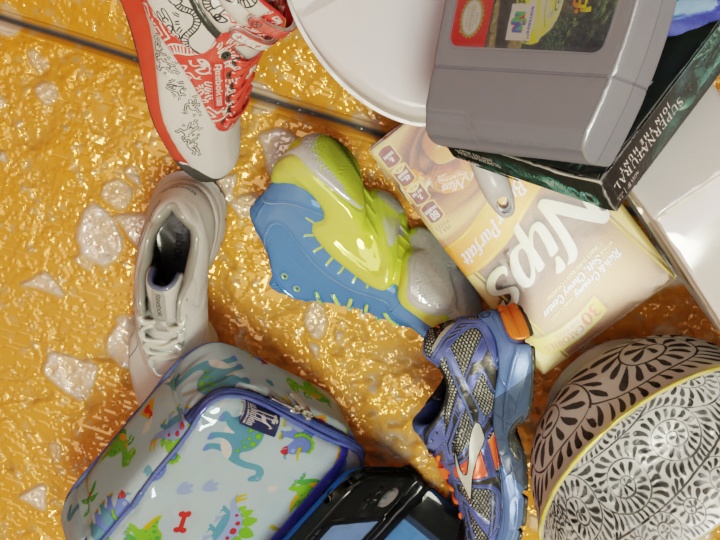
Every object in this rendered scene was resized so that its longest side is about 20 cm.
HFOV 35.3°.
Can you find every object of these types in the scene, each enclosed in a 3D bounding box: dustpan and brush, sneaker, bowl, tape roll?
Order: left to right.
[{"bbox_3d":[-0.140,0.032,0.816,0.074,0.087,0.202,3,102,3],"label":"sneaker"},{"bbox_3d":[-0.086,-0.141,0.742,0.107,0.067,0.202,4,131,23],"label":"sneaker"},{"bbox_3d":[0.000,0.000,0.813,0.105,0.076,0.200,-37,96,30],"label":"sneaker"},{"bbox_3d":[0.055,-0.120,0.721,0.139,0.057,0.201,-26,99,5],"label":"dustpan and brush"},{"bbox_3d":[0.074,0.117,0.780,0.078,0.075,0.202,0,106,-1],"label":"sneaker"},{"bbox_3d":[0.187,0.110,0.777,0.199,0.094,0.202,-16,132,-18],"label":"bowl"},{"bbox_3d":[0.208,-0.049,0.706,0.071,0.202,0.203,-33,96,12],"label":"tape roll"}]

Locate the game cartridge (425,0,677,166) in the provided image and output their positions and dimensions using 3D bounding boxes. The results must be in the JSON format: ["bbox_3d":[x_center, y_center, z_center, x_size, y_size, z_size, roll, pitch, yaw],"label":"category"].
[{"bbox_3d":[0.105,-0.159,0.591,0.133,0.041,0.202,13,94,43],"label":"game cartridge"}]

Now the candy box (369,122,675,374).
[{"bbox_3d":[0.112,-0.043,0.791,0.115,0.055,0.200,-37,95,13],"label":"candy box"}]

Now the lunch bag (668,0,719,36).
[{"bbox_3d":[0.151,-0.201,0.626,0.150,0.094,0.202,-3,72,44],"label":"lunch bag"}]

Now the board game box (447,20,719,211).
[{"bbox_3d":[0.150,-0.132,0.650,0.200,0.135,0.028,-51,129,-10],"label":"board game box"}]

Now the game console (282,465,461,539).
[{"bbox_3d":[-0.002,0.253,0.829,0.118,0.170,0.200,44,99,23],"label":"game console"}]

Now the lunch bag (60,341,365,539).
[{"bbox_3d":[-0.103,0.159,0.815,0.160,0.083,0.200,32,105,-36],"label":"lunch bag"}]
